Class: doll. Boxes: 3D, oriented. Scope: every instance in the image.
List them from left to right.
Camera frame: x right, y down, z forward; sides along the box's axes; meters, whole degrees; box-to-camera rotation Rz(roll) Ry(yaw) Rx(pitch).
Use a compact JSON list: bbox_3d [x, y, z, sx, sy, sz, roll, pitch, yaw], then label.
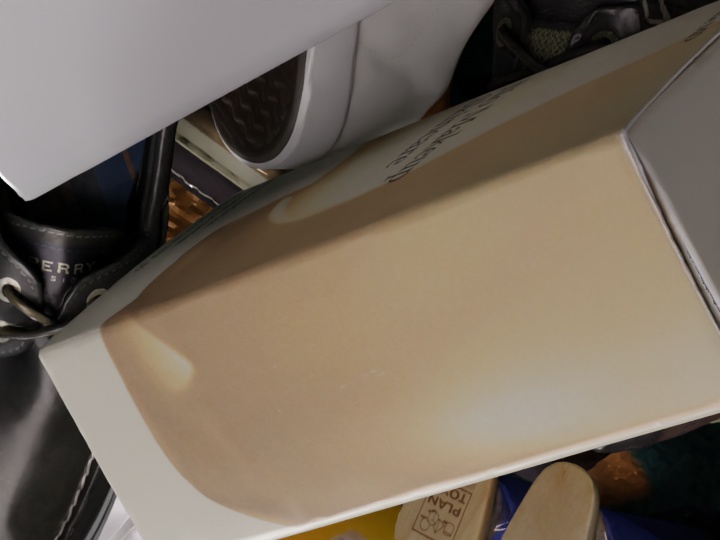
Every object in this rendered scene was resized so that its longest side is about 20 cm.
[{"bbox_3d":[0.099,0.095,0.893,0.200,0.049,0.136,24,174,-43],"label":"doll"}]

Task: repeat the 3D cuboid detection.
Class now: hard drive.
[{"bbox_3d":[-0.027,-0.103,0.722,0.200,0.026,0.132,-27,141,9],"label":"hard drive"}]

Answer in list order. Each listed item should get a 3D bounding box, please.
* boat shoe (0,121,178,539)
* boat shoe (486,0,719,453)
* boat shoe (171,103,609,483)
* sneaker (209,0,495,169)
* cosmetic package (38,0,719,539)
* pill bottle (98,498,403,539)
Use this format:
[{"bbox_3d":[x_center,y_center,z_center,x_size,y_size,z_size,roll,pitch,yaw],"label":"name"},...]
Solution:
[{"bbox_3d":[-0.086,-0.007,0.820,0.068,0.057,0.201,8,92,-12],"label":"boat shoe"},{"bbox_3d":[0.067,-0.044,0.805,0.072,0.066,0.201,13,123,50],"label":"boat shoe"},{"bbox_3d":[0.000,0.000,0.898,0.200,0.072,0.065,32,119,-12],"label":"boat shoe"},{"bbox_3d":[0.013,-0.127,0.831,0.073,0.085,0.200,36,121,47],"label":"sneaker"},{"bbox_3d":[0.027,0.003,0.749,0.200,0.105,0.071,-21,104,39],"label":"cosmetic package"},{"bbox_3d":[-0.004,0.109,0.941,0.200,0.109,0.109,38,123,-8],"label":"pill bottle"}]
